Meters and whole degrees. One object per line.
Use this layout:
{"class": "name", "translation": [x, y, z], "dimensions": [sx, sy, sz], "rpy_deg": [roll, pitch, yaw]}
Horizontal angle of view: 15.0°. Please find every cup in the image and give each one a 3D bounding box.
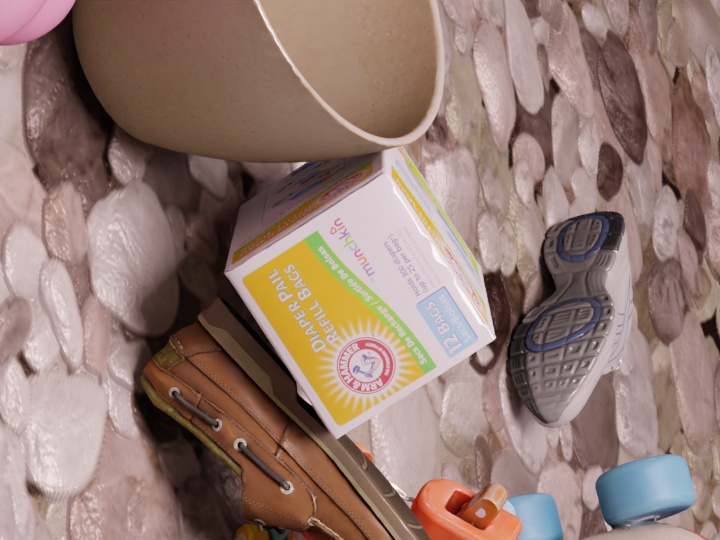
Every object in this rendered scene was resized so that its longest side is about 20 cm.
{"class": "cup", "translation": [-0.069, -0.138, 1.459], "dimensions": [0.200, 0.143, 0.201], "rpy_deg": [39, 41, -44]}

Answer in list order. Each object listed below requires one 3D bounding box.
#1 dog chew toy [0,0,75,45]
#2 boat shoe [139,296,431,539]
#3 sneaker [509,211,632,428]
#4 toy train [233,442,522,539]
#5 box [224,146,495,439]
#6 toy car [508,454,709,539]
{"class": "dog chew toy", "translation": [-0.196, -0.158, 1.278], "dimensions": [0.200, 0.124, 0.125], "rpy_deg": [19, 64, -67]}
{"class": "boat shoe", "translation": [-0.035, 0.110, 1.461], "dimensions": [0.200, 0.068, 0.072], "rpy_deg": [49, 1, 7]}
{"class": "sneaker", "translation": [0.160, 0.045, 1.912], "dimensions": [0.087, 0.074, 0.200], "rpy_deg": [67, 31, -32]}
{"class": "toy train", "translation": [0.016, 0.151, 1.538], "dimensions": [0.200, 0.150, 0.056], "rpy_deg": [-42, 161, -54]}
{"class": "box", "translation": [0.000, 0.000, 1.494], "dimensions": [0.113, 0.101, 0.200], "rpy_deg": [57, 6, -9]}
{"class": "toy car", "translation": [0.177, 0.234, 1.792], "dimensions": [0.200, 0.177, 0.185], "rpy_deg": [28, 46, -71]}
